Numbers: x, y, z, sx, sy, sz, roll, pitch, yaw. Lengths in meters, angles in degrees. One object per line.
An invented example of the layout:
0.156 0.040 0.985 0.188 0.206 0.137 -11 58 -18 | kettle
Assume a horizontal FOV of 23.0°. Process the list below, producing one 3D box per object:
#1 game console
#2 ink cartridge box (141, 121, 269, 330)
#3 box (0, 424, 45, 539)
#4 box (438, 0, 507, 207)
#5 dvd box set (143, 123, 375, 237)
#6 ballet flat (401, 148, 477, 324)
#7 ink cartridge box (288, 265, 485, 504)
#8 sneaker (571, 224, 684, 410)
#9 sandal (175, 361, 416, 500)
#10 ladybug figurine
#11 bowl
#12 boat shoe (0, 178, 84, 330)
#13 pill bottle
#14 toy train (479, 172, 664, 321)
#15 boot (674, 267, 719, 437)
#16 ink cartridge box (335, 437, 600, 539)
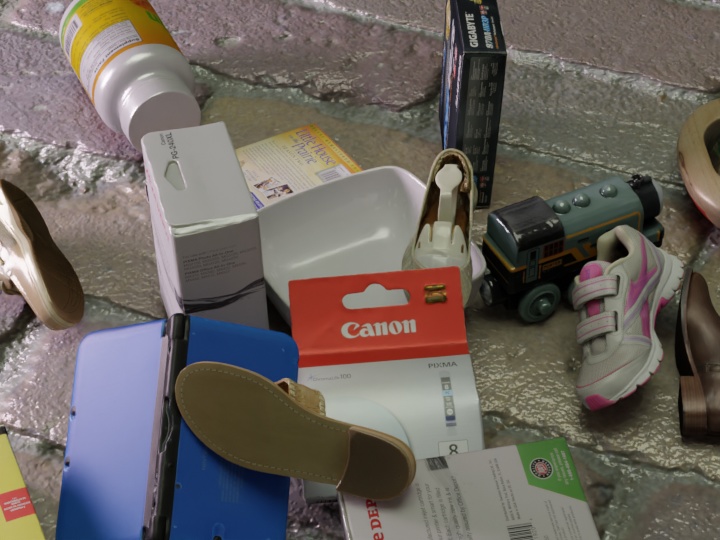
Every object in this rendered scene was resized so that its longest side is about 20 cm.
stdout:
-0.156 0.149 1.515 0.170 0.118 0.201 12 70 -21 | game console
-0.141 -0.014 1.624 0.083 0.201 0.146 -12 44 -11 | ink cartridge box
-0.288 0.225 1.465 0.050 0.076 0.200 -16 44 -16 | box
0.112 -0.190 1.809 0.046 0.201 0.159 -1 44 -3 | box
-0.104 -0.081 1.807 0.199 0.030 0.146 -21 38 -20 | dvd box set
0.073 -0.037 1.639 0.067 0.063 0.201 3 43 4 | ballet flat
0.022 0.097 1.541 0.159 0.047 0.201 -5 80 -3 | ink cartridge box
0.227 0.040 1.617 0.081 0.088 0.201 -28 30 42 | sneaker
-0.049 0.131 1.464 0.211 0.078 0.070 20 12 14 | sandal
0.391 -0.100 1.797 0.135 0.072 0.201 -6 43 4 | ladybug figurine
0.000 0.000 1.700 0.199 0.075 0.200 -20 47 -20 | bowl
-0.330 -0.004 1.725 0.065 0.072 0.200 -42 52 10 | boat shoe
-0.244 -0.214 1.907 0.111 0.111 0.200 -18 46 -17 | pill bottle
0.205 -0.027 1.694 0.199 0.114 0.085 -18 46 -17 | toy train
0.389 0.079 1.613 0.199 0.064 0.187 0 56 6 | boot
0.088 0.228 1.444 0.199 0.085 0.146 -8 43 -5 | ink cartridge box
